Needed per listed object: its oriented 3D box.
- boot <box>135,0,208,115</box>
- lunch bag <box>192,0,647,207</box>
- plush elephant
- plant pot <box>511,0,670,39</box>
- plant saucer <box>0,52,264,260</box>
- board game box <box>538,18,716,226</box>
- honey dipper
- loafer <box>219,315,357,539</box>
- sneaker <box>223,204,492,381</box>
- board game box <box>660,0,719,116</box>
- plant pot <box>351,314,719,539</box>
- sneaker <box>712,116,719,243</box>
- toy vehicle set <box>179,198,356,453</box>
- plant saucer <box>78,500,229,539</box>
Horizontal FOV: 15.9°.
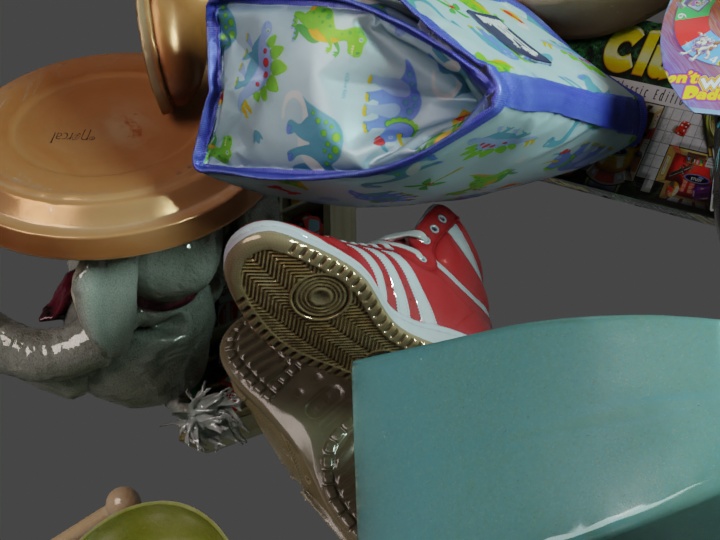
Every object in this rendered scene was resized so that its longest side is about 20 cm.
[{"bbox_3d":[-0.049,-0.177,1.516,0.154,0.077,0.201,2,51,6],"label":"boot"},{"bbox_3d":[0.035,-0.095,1.418,0.199,0.170,0.128,7,93,34],"label":"lunch bag"},{"bbox_3d":[-0.136,0.000,1.536,0.199,0.164,0.156,32,128,30],"label":"plush elephant"},{"bbox_3d":[0.112,-0.261,1.467,0.199,0.175,0.201,-21,49,26],"label":"plant pot"},{"bbox_3d":[-0.146,-0.074,1.500,0.199,0.032,0.201,-3,34,2],"label":"plant saucer"},{"bbox_3d":[0.162,-0.088,1.455,0.199,0.023,0.105,17,78,46],"label":"board game box"},{"bbox_3d":[-0.218,0.190,1.648,0.200,0.038,0.038,-35,48,22],"label":"honey dipper"},{"bbox_3d":[-0.004,0.103,1.467,0.076,0.068,0.200,-33,63,-9],"label":"loafer"},{"bbox_3d":[0.000,0.000,1.432,0.071,0.200,0.113,-35,40,29],"label":"sneaker"},{"bbox_3d":[0.248,-0.144,1.327,0.199,0.039,0.158,8,51,29],"label":"board game box"},{"bbox_3d":[0.117,0.106,1.313,0.199,0.141,0.142,-19,56,26],"label":"plant pot"},{"bbox_3d":[0.217,-0.049,1.324,0.075,0.079,0.201,-17,63,20],"label":"sneaker"},{"bbox_3d":[-0.058,0.003,1.604,0.124,0.026,0.201,-23,54,33],"label":"toy vehicle set"},{"bbox_3d":[-0.132,0.238,1.545,0.199,0.031,0.201,-21,56,34],"label":"plant saucer"}]
